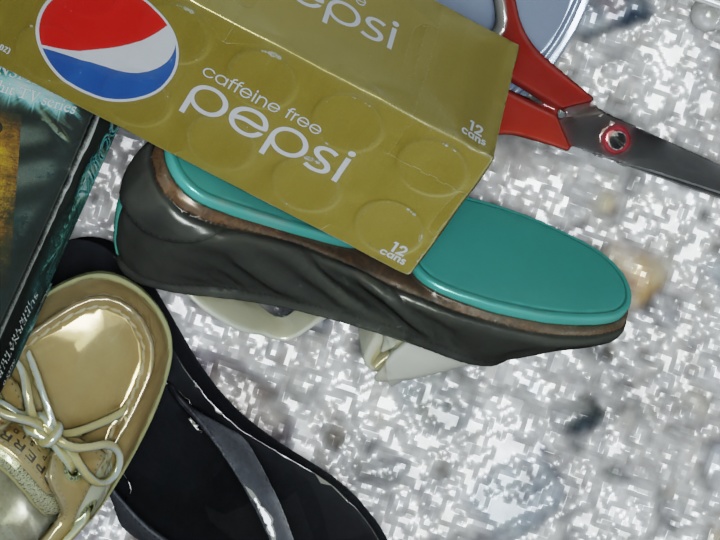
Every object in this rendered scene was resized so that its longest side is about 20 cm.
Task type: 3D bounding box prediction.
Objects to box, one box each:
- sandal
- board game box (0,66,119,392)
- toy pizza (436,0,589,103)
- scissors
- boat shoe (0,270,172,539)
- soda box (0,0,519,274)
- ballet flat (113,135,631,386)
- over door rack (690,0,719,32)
[{"bbox_3d":[-0.063,0.077,1.040,0.076,0.043,0.200,-44,85,12],"label":"sandal"},{"bbox_3d":[-0.196,-0.038,1.000,0.199,0.028,0.136,17,68,14],"label":"board game box"},{"bbox_3d":[-0.007,-0.135,1.036,0.199,0.032,0.202,-2,99,-11],"label":"toy pizza"},{"bbox_3d":[0.079,-0.048,1.046,0.200,0.014,0.073,36,89,-16],"label":"scissors"},{"bbox_3d":[-0.137,0.086,0.987,0.201,0.063,0.073,-46,101,-8],"label":"boat shoe"},{"bbox_3d":[-0.049,-0.082,0.970,0.199,0.064,0.068,26,133,-11],"label":"soda box"},{"bbox_3d":[0.000,0.000,1.035,0.199,0.068,0.069,18,129,-20],"label":"ballet flat"},{"bbox_3d":[0.131,-0.165,1.022,0.199,0.067,0.149,18,92,-12],"label":"over door rack"}]
